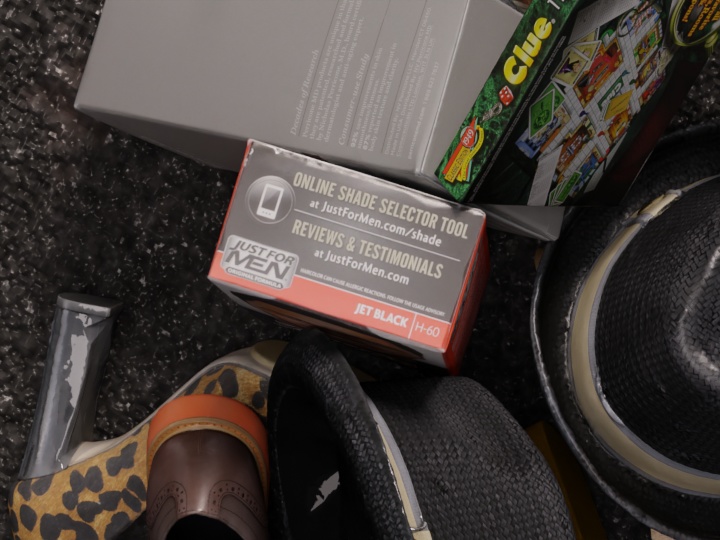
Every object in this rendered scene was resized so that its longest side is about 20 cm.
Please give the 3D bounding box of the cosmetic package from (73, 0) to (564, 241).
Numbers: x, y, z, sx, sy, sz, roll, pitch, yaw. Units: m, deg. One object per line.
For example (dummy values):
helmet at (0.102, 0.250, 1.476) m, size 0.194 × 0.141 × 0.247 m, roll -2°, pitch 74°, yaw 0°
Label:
cosmetic package at (-0.012, -0.079, 1.123) m, size 0.199 × 0.107 × 0.091 m, roll 10°, pitch 82°, yaw 40°

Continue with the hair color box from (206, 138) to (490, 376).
hair color box at (0.000, 0.000, 1.121) m, size 0.101 × 0.200 × 0.062 m, roll 17°, pitch 85°, yaw 6°

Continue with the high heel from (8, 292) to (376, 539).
high heel at (-0.064, 0.102, 1.217) m, size 0.199 × 0.071 × 0.143 m, roll 15°, pitch 99°, yaw 18°

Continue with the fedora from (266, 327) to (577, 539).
fedora at (0.031, 0.114, 1.082) m, size 0.091 × 0.200 × 0.202 m, roll -12°, pitch 94°, yaw -17°

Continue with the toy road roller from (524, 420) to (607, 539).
toy road roller at (0.074, 0.183, 1.190) m, size 0.123 × 0.146 × 0.201 m, roll -28°, pitch 53°, yaw 12°

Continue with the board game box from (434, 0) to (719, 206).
board game box at (0.112, -0.110, 1.015) m, size 0.023 × 0.105 × 0.200 m, roll 47°, pitch 119°, yaw 34°

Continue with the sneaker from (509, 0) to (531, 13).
sneaker at (0.069, -0.175, 1.131) m, size 0.080 × 0.071 × 0.200 m, roll -45°, pitch 93°, yaw -10°

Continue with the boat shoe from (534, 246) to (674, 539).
boat shoe at (0.145, 0.069, 1.175) m, size 0.070 × 0.070 × 0.201 m, roll -25°, pitch 99°, yaw 19°

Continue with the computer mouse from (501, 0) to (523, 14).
computer mouse at (0.040, -0.133, 1.185) m, size 0.109 × 0.044 × 0.201 m, roll -25°, pitch 91°, yaw 13°

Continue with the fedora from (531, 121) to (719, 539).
fedora at (0.174, 0.018, 1.099) m, size 0.200 × 0.092 × 0.202 m, roll 4°, pitch 75°, yaw -16°

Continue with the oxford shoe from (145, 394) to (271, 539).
oxford shoe at (-0.065, 0.150, 1.182) m, size 0.071 × 0.073 × 0.201 m, roll -5°, pitch 130°, yaw 6°
